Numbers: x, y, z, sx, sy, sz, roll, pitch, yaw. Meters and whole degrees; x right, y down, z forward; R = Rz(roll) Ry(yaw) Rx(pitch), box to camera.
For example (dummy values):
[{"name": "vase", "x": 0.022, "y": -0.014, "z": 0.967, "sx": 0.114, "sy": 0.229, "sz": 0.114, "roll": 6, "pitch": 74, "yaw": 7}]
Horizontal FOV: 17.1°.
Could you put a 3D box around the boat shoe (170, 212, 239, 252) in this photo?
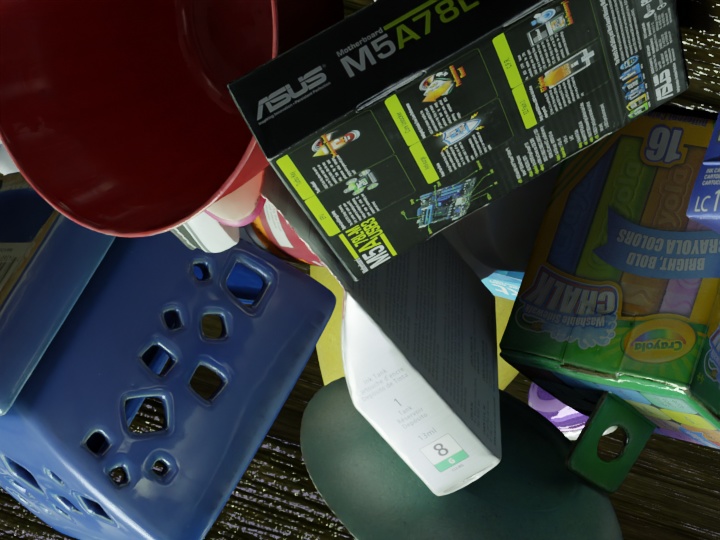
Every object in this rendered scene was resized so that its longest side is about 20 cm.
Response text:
[{"name": "boat shoe", "x": -0.138, "y": -0.082, "z": 1.288, "sx": 0.200, "sy": 0.057, "sz": 0.069, "roll": 53, "pitch": -165, "yaw": -27}]

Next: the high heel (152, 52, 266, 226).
[{"name": "high heel", "x": -0.083, "y": -0.094, "z": 1.278, "sx": 0.200, "sy": 0.067, "sz": 0.096, "roll": 61, "pitch": -177, "yaw": 29}]

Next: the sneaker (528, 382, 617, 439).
[{"name": "sneaker", "x": 0.165, "y": 0.029, "z": 1.508, "sx": 0.083, "sy": 0.081, "sz": 0.200, "roll": 18, "pitch": 132, "yaw": -32}]

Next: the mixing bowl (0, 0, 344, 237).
[{"name": "mixing bowl", "x": -0.082, "y": -0.122, "z": 1.152, "sx": 0.200, "sy": 0.200, "sz": 0.108, "roll": 11, "pitch": -165, "yaw": 37}]

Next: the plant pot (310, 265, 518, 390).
[{"name": "plant pot", "x": 0.044, "y": 0.033, "z": 1.726, "sx": 0.200, "sy": 0.142, "sz": 0.200, "roll": 18, "pitch": 168, "yaw": 4}]

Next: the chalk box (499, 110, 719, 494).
[{"name": "chalk box", "x": 0.168, "y": 0.025, "z": 1.326, "sx": 0.124, "sy": 0.200, "sz": 0.124, "roll": 11, "pitch": 167, "yaw": 34}]

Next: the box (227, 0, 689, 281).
[{"name": "box", "x": 0.052, "y": -0.083, "z": 1.086, "sx": 0.193, "sy": 0.048, "sz": 0.200, "roll": -28, "pitch": 162, "yaw": 3}]

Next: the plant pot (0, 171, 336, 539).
[{"name": "plant pot", "x": -0.165, "y": 0.045, "z": 1.484, "sx": 0.180, "sy": 0.200, "sz": 0.200, "roll": 39, "pitch": 162, "yaw": -25}]

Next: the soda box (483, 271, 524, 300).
[{"name": "soda box", "x": 0.073, "y": -0.026, "z": 1.594, "sx": 0.200, "sy": 0.064, "sz": 0.068, "roll": 15, "pitch": 168, "yaw": 16}]

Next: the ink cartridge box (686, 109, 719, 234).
[{"name": "ink cartridge box", "x": 0.264, "y": -0.033, "z": 1.215, "sx": 0.200, "sy": 0.076, "sz": 0.136, "roll": 28, "pitch": 166, "yaw": -30}]

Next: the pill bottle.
[{"name": "pill bottle", "x": 0.028, "y": -0.051, "z": 1.421, "sx": 0.200, "sy": 0.113, "sz": 0.113, "roll": 9, "pitch": 165, "yaw": 44}]

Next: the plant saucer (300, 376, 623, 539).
[{"name": "plant saucer", "x": 0.065, "y": 0.109, "z": 1.317, "sx": 0.201, "sy": 0.039, "sz": 0.201, "roll": 20, "pitch": -150, "yaw": -12}]

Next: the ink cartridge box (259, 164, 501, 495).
[{"name": "ink cartridge box", "x": 0.000, "y": 0.000, "z": 1.262, "sx": 0.050, "sy": 0.161, "sz": 0.200, "roll": -34, "pitch": 115, "yaw": 21}]

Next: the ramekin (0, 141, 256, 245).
[{"name": "ramekin", "x": -0.138, "y": -0.088, "z": 1.560, "sx": 0.200, "sy": 0.098, "sz": 0.200, "roll": 18, "pitch": 169, "yaw": 4}]
